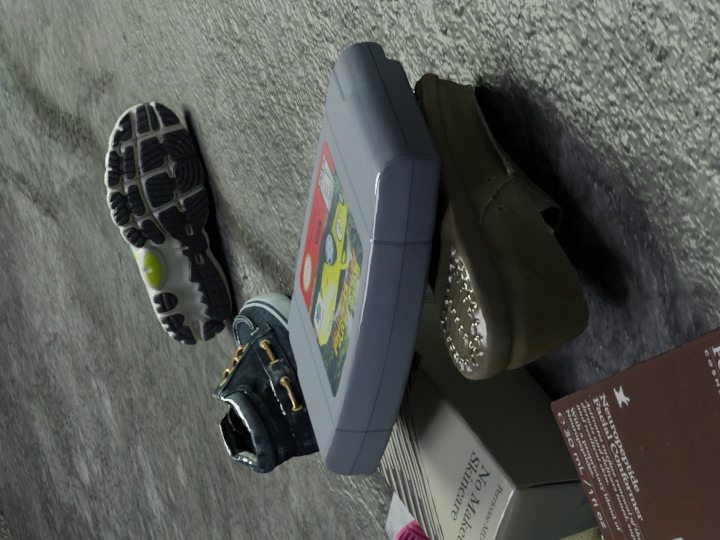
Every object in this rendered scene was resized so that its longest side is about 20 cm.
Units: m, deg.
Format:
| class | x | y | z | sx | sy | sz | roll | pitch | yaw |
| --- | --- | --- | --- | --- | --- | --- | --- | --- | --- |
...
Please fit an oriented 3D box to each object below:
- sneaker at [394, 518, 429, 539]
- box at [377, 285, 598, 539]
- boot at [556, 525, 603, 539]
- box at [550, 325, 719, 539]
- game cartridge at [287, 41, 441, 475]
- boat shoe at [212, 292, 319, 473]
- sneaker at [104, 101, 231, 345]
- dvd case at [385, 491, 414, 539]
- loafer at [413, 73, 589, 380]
| class | x | y | z | sx | sy | sz | roll | pitch | yaw |
| --- | --- | --- | --- | --- | --- | --- | --- | --- | --- |
| sneaker | 0.080 | 0.226 | 1.259 | 0.201 | 0.081 | 0.088 | 55 | 167 | 1 |
| box | 0.054 | 0.087 | 1.227 | 0.200 | 0.068 | 0.083 | 50 | 133 | 48 |
| boot | 0.149 | 0.191 | 1.049 | 0.073 | 0.199 | 0.156 | 52 | -141 | -38 |
| box | 0.158 | 0.076 | 0.937 | 0.101 | 0.075 | 0.200 | 69 | 160 | 7 |
| game cartridge | 0.000 | 0.000 | 1.169 | 0.133 | 0.041 | 0.201 | -115 | 29 | -51 |
| boat shoe | -0.070 | 0.076 | 1.575 | 0.200 | 0.090 | 0.071 | -143 | 38 | -60 |
| sneaker | -0.157 | -0.039 | 1.754 | 0.080 | 0.077 | 0.201 | -126 | 23 | -64 |
| dvd case | 0.067 | 0.169 | 1.374 | 0.151 | 0.025 | 0.200 | 61 | 160 | 27 |
| loafer | 0.064 | -0.022 | 1.127 | 0.201 | 0.068 | 0.076 | -103 | 20 | -44 |
